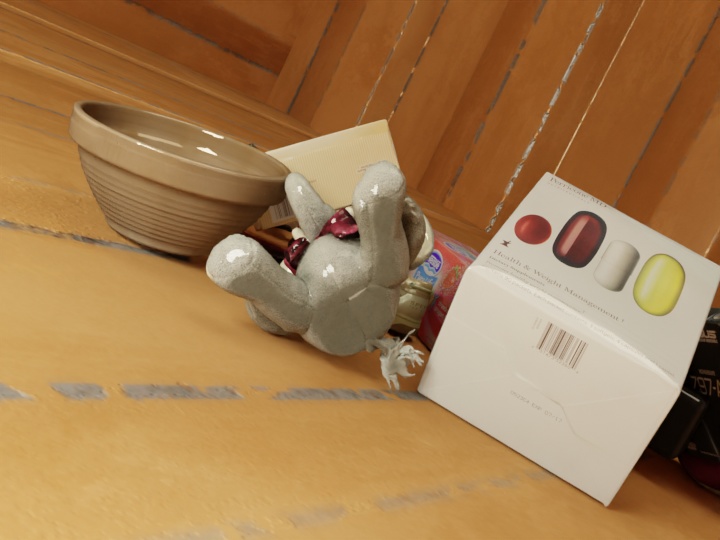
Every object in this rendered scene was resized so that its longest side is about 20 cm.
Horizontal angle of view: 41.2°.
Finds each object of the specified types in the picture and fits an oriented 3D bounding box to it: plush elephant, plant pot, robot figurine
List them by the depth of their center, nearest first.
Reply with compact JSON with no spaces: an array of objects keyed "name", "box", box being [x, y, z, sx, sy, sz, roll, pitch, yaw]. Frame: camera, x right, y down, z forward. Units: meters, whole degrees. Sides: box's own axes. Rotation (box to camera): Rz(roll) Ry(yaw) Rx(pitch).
[{"name":"plush elephant","box":[-0.021,-0.014,0.803,0.201,0.163,0.156,56,5,-36]},{"name":"plant pot","box":[-0.166,-0.074,0.849,0.197,0.094,0.201,19,12,-4]},{"name":"robot figurine","box":[0.268,0.114,1.022,0.198,0.125,0.152,32,-29,25]}]

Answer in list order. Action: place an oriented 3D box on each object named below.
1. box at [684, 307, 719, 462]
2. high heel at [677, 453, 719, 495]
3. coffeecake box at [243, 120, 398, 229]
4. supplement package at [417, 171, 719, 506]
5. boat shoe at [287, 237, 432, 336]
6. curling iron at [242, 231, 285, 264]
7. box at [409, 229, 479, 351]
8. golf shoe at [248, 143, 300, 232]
[{"name":"box","box":[0.367,0.122,1.052,0.043,0.163,0.200,-19,6,-18]},{"name":"high heel","box":[0.423,0.212,1.041,0.067,0.097,0.200,23,11,-25]},{"name":"coffeecake box","box":[-0.049,-0.099,1.046,0.151,0.075,0.200,-17,4,-7]},{"name":"supplement package","box":[0.188,0.051,0.847,0.189,0.149,0.200,30,38,13]},{"name":"boat shoe","box":[0.000,0.000,1.061,0.199,0.064,0.073,33,12,32]},{"name":"curling iron","box":[-0.132,-0.035,0.981,0.197,0.026,0.050,26,6,-11]},{"name":"box","box":[0.109,0.030,1.099,0.093,0.104,0.200,23,11,-23]},{"name":"golf shoe","box":[-0.131,-0.101,1.260,0.088,0.077,0.200,45,1,-32]}]
